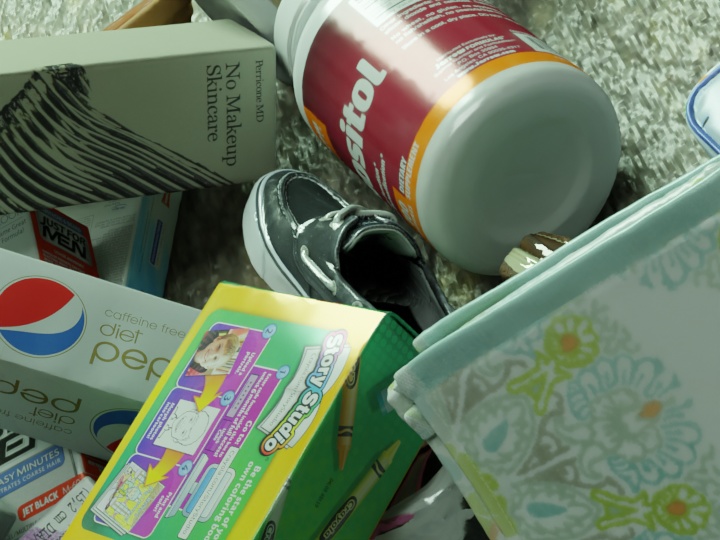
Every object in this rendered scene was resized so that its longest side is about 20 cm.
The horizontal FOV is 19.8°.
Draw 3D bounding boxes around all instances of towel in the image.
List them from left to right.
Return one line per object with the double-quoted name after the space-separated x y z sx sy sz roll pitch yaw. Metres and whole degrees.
0.128 0.062 0.823 0.200 0.171 0.048 -33 4 27 "towel"

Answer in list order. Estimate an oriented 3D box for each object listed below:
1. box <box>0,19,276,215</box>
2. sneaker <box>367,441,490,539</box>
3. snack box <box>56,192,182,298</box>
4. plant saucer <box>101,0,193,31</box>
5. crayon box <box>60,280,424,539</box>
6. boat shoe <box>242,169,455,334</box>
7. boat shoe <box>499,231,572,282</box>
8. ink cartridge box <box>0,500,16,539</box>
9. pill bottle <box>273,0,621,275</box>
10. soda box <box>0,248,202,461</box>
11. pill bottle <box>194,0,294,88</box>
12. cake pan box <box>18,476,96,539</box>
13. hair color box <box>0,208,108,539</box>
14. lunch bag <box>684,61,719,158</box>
-0.147 -0.082 1.108 0.200 0.082 0.068 -10 22 -24 "box"
0.044 0.109 0.937 0.200 0.080 0.086 -41 13 12 "sneaker"
-0.201 0.006 1.222 0.200 0.037 0.116 -14 51 29 "snack box"
-0.175 -0.102 1.235 0.200 0.037 0.200 -36 11 8 "plant saucer"
-0.058 0.105 0.902 0.119 0.058 0.200 10 62 48 "crayon box"
0.000 0.000 1.029 0.200 0.072 0.068 -120 38 -45 "boat shoe"
0.154 0.024 0.911 0.202 0.075 0.075 32 80 35 "boat shoe"
-0.307 0.121 1.036 0.200 0.145 0.145 33 96 38 "ink cartridge box"
0.036 -0.090 1.061 0.113 0.113 0.200 -44 41 0 "pill bottle"
-0.133 0.048 1.023 0.068 0.200 0.064 116 170 -54 "soda box"
-0.003 -0.210 1.184 0.200 0.116 0.116 -46 42 -7 "pill bottle"
-0.132 0.218 0.948 0.200 0.052 0.184 -42 58 -8 "cake pan box"
-0.187 0.071 1.107 0.111 0.064 0.200 -30 56 19 "hair color box"
0.252 -0.086 0.920 0.200 0.076 0.160 -38 40 7 "lunch bag"
